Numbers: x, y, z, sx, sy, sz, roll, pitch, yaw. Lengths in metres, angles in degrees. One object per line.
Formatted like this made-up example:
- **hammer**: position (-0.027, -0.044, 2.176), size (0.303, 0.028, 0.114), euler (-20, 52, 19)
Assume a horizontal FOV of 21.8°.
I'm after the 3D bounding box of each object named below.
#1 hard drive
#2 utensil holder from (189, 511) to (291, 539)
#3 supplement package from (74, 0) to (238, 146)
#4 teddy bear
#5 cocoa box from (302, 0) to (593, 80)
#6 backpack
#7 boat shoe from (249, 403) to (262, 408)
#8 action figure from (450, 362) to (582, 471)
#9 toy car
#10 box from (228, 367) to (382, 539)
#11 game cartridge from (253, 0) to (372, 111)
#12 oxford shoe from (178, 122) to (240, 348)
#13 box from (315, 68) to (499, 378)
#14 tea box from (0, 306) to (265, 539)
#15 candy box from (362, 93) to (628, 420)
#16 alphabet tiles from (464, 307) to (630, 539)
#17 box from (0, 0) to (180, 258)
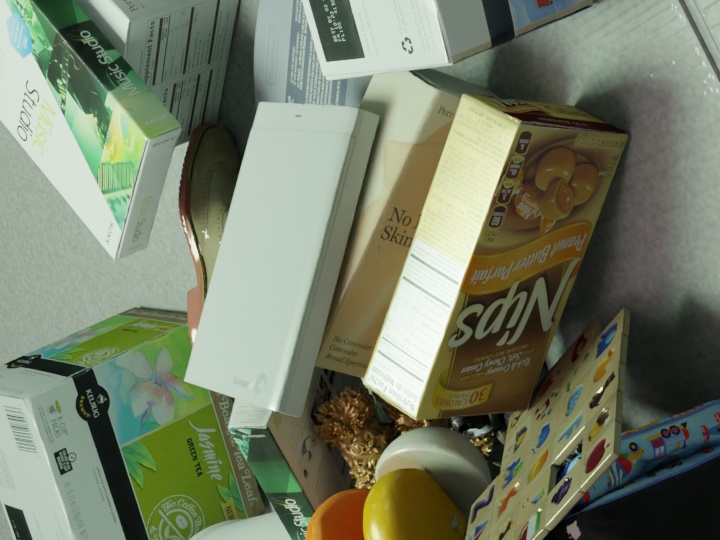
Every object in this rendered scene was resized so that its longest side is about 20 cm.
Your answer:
- **hard drive**: position (-0.054, -0.012, 1.245), size (0.132, 0.026, 0.201), euler (10, 84, 57)
- **utensil holder**: position (-0.049, 0.278, 1.562), size (0.200, 0.170, 0.170), euler (-26, 90, 53)
- **supplement package**: position (-0.208, -0.211, 1.510), size (0.200, 0.111, 0.156), euler (44, 141, 27)
- **teddy bear**: position (0.041, 0.158, 1.389), size (0.067, 0.145, 0.201), euler (21, 122, 59)
- **cocoa box**: position (0.036, -0.234, 1.151), size (0.133, 0.131, 0.201), euler (2, 113, 52)
- **backpack**: position (0.174, 0.189, 1.203), size (0.135, 0.182, 0.200), euler (65, 155, 16)
- **boat shoe**: position (-0.058, -0.002, 1.328), size (0.075, 0.201, 0.062), euler (3, 154, 22)
- **action figure**: position (0.111, 0.090, 1.315), size (0.130, 0.069, 0.201), euler (-1, 114, 45)
- **toy car**: position (0.041, 0.225, 1.306), size (0.150, 0.175, 0.200), euler (-23, 124, 34)
- **box**: position (-0.037, 0.119, 1.411), size (0.036, 0.145, 0.200), euler (-3, 138, 21)
- **game cartridge**: position (-0.026, -0.143, 1.378), size (0.133, 0.041, 0.201), euler (35, 136, 31)
- **oxford shoe**: position (-0.098, -0.024, 1.509), size (0.075, 0.070, 0.201), euler (-10, 83, 30)
- **box**: position (0.026, -0.032, 1.241), size (0.078, 0.095, 0.201), euler (43, 113, 53)
- **tea box**: position (-0.220, 0.161, 1.684), size (0.133, 0.196, 0.201), euler (4, 115, 53)
- **candy box**: position (0.086, -0.007, 1.184), size (0.055, 0.115, 0.201), euler (32, 111, 39)
- **alphabet tiles**: position (0.114, 0.113, 1.160), size (0.008, 0.200, 0.167), euler (33, 119, -7)
- **box**: position (-0.221, -0.125, 1.438), size (0.200, 0.036, 0.145), euler (47, 143, 20)
